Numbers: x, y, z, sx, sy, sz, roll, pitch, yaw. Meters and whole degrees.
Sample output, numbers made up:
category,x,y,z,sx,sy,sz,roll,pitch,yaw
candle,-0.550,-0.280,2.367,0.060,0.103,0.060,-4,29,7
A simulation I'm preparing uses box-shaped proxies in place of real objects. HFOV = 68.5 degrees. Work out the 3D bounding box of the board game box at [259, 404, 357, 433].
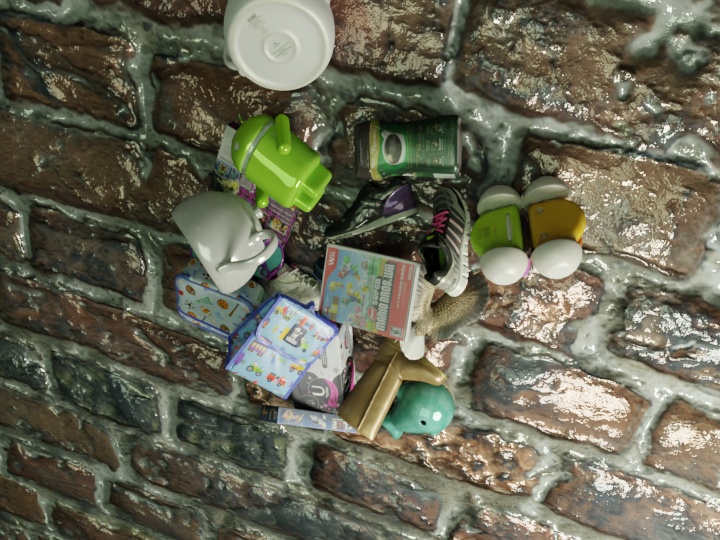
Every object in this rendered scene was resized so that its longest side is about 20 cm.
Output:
category,x,y,z,sx,sy,sz,roll,pitch,yaw
board game box,-0.118,0.339,1.208,0.194,0.036,0.135,15,162,-24

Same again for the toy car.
category,x,y,z,sx,sy,sz,roll,pitch,yaw
toy car,0.296,-0.053,0.938,0.192,0.181,0.151,-8,150,19

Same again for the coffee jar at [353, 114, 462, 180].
category,x,y,z,sx,sy,sz,roll,pitch,yaw
coffee jar,0.083,-0.217,0.942,0.192,0.085,0.109,2,100,15

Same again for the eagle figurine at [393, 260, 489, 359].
category,x,y,z,sx,sy,sz,roll,pitch,yaw
eagle figurine,0.139,0.064,1.035,0.200,0.149,0.153,-45,63,25

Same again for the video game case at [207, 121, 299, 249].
category,x,y,z,sx,sy,sz,roll,pitch,yaw
video game case,-0.209,-0.169,1.081,0.195,0.036,0.185,29,119,1

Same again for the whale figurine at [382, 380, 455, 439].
category,x,y,z,sx,sy,sz,roll,pitch,yaw
whale figurine,0.120,0.321,1.179,0.198,0.104,0.160,-37,101,27

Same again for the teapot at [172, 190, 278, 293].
category,x,y,z,sx,sy,sz,roll,pitch,yaw
teapot,-0.240,-0.068,0.973,0.144,0.198,0.203,-34,83,-13

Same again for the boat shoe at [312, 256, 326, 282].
category,x,y,z,sx,sy,sz,roll,pitch,yaw
boat shoe,0.000,0.000,1.082,0.192,0.086,0.070,11,137,-5

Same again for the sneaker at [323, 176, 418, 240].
category,x,y,z,sx,sy,sz,roll,pitch,yaw
sneaker,0.012,-0.123,1.031,0.193,0.076,0.091,-17,95,19

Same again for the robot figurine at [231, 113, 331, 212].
category,x,y,z,sx,sy,sz,roll,pitch,yaw
robot figurine,-0.151,-0.198,0.966,0.197,0.117,0.176,36,143,-3

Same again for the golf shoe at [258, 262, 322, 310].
category,x,y,z,sx,sy,sz,roll,pitch,yaw
golf shoe,-0.136,0.033,1.137,0.192,0.076,0.095,2,113,14

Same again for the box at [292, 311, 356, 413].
category,x,y,z,sx,sy,sz,roll,pitch,yaw
box,-0.084,0.198,1.174,0.127,0.115,0.207,3,116,15

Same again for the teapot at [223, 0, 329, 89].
category,x,y,z,sx,sy,sz,roll,pitch,yaw
teapot,-0.135,-0.415,0.878,0.191,0.151,0.200,0,149,-10

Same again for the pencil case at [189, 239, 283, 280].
category,x,y,z,sx,sy,sz,roll,pitch,yaw
pencil case,-0.262,-0.036,1.113,0.193,0.085,0.096,11,112,25

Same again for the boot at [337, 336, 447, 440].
category,x,y,z,sx,sy,sz,roll,pitch,yaw
boot,0.067,0.263,1.115,0.172,0.066,0.204,27,81,31

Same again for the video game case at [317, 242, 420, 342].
category,x,y,z,sx,sy,sz,roll,pitch,yaw
video game case,0.012,0.038,1.005,0.194,0.017,0.149,13,98,27

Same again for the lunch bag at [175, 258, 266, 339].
category,x,y,z,sx,sy,sz,roll,pitch,yaw
lunch bag,-0.288,0.074,1.104,0.194,0.076,0.164,24,133,6

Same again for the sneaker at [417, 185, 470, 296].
category,x,y,z,sx,sy,sz,roll,pitch,yaw
sneaker,0.146,-0.060,0.954,0.073,0.085,0.209,-15,70,51

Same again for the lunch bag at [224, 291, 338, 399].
category,x,y,z,sx,sy,sz,roll,pitch,yaw
lunch bag,-0.148,0.130,1.034,0.149,0.095,0.200,33,113,-28
